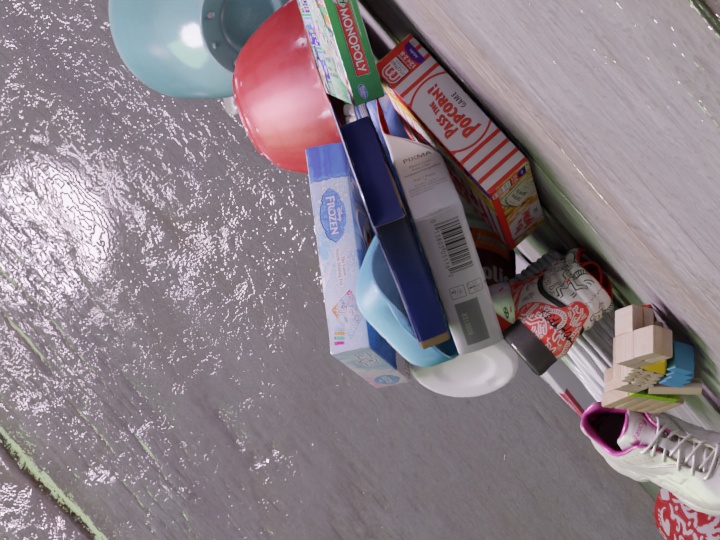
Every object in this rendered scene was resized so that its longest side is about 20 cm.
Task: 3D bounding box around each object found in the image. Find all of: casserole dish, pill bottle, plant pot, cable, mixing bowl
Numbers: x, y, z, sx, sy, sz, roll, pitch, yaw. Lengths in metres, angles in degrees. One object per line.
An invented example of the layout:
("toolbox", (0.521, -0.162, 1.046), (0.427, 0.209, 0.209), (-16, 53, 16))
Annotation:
("casserole dish", (0.046, 0.020, 1.492), (0.121, 0.039, 0.200), (45, -155, -12))
("pill bottle", (0.109, 0.021, 1.707), (0.114, 0.113, 0.202), (48, -146, -44))
("plant pot", (-0.154, -0.281, 1.769), (0.201, 0.201, 0.160), (48, 165, -31))
("cable", (0.233, 0.068, 1.621), (0.200, 0.069, 0.200), (50, 180, 31))
("mixing bowl", (-0.062, -0.177, 1.647), (0.200, 0.107, 0.202), (-20, -90, -75))

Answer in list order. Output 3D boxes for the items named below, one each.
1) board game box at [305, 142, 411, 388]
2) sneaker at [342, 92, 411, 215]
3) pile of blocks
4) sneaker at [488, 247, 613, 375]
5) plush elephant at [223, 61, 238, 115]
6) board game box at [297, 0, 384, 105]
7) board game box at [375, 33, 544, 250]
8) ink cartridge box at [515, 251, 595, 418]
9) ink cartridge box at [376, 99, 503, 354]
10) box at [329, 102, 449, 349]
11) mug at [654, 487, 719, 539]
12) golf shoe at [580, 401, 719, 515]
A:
("board game box", (0.000, 0.000, 1.587), (0.200, 0.043, 0.202), (45, -143, -72))
("sneaker", (0.055, -0.100, 1.583), (0.202, 0.088, 0.079), (67, -152, -20))
("pile of blocks", (0.252, 0.068, 1.376), (0.200, 0.081, 0.063), (78, -166, -71))
("sneaker", (0.172, 0.027, 1.487), (0.067, 0.108, 0.201), (47, -177, -11))
("plush elephant", (-0.075, -0.210, 1.925), (0.200, 0.155, 0.165), (47, 180, -27))
("board game box", (-0.026, -0.216, 1.399), (0.200, 0.029, 0.136), (-131, 24, -77))
("board game box", (0.091, -0.108, 1.415), (0.152, 0.046, 0.200), (49, 180, 17))
("ink cartridge box", (0.232, 0.081, 1.947), (0.145, 0.083, 0.200), (48, 180, -29))
("ink cartridge box", (0.069, -0.049, 1.437), (0.201, 0.047, 0.161), (-103, -7, -51))
("box", (0.026, -0.040, 1.347), (0.201, 0.032, 0.122), (66, -175, -49))
("mug", (0.408, 0.308, 1.699), (0.178, 0.133, 0.200), (50, -178, -29))
("golf shoe", (0.285, 0.168, 1.470), (0.199, 0.076, 0.091), (12, 166, 44))
